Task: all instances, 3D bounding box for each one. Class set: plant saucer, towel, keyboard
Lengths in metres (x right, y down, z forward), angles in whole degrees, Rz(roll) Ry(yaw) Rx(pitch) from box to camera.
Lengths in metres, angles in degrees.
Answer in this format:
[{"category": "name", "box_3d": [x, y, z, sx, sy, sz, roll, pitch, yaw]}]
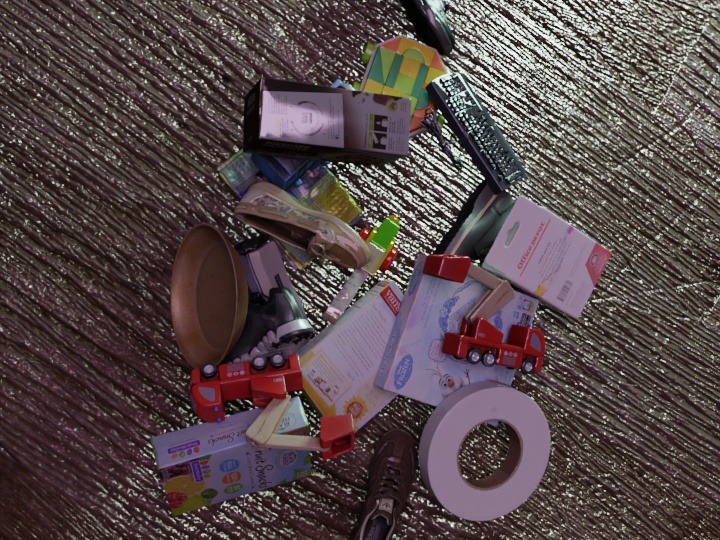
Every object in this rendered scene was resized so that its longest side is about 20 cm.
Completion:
[{"category": "plant saucer", "box_3d": [-0.202, 0.037, 1.183, 0.035, 0.200, 0.201, 1, 80, -37]}, {"category": "towel", "box_3d": [-0.103, -0.115, 1.300, 0.144, 0.023, 0.200, -38, 90, -13]}, {"category": "keyboard", "box_3d": [0.163, -0.205, 1.315, 0.127, 0.021, 0.200, -31, 86, -31]}]

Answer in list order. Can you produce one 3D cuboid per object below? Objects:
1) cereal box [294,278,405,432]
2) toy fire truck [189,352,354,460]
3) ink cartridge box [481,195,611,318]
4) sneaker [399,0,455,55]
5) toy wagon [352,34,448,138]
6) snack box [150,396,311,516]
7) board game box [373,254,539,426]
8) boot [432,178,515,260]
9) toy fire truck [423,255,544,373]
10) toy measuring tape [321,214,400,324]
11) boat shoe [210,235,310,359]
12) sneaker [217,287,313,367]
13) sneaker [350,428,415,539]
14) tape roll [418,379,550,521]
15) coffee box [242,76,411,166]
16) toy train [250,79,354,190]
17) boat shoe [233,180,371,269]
[{"category": "cereal box", "box_3d": [0.006, 0.128, 1.250, 0.200, 0.040, 0.144, -39, 109, -17]}, {"category": "toy fire truck", "box_3d": [-0.115, 0.178, 1.104, 0.199, 0.049, 0.141, -8, 50, -7]}, {"category": "ink cartridge box", "box_3d": [0.264, -0.024, 1.287, 0.200, 0.067, 0.117, 29, 89, -28]}, {"category": "sneaker", "box_3d": [0.119, -0.443, 1.368, 0.114, 0.076, 0.200, -27, 81, -7]}, {"category": "toy wagon", "box_3d": [0.060, -0.262, 1.346, 0.155, 0.040, 0.201, 20, 78, -7]}, {"category": "snack box", "box_3d": [-0.169, 0.252, 1.166, 0.199, 0.142, 0.053, -14, 53, -13]}, {"category": "board game box", "box_3d": [0.142, 0.103, 1.263, 0.199, 0.043, 0.201, 21, 86, -23]}, {"category": "boot", "box_3d": [0.198, -0.028, 1.320, 0.138, 0.077, 0.200, 37, 77, -8]}, {"category": "toy fire truck", "box_3d": [0.176, 0.061, 1.215, 0.199, 0.049, 0.142, 12, 89, -23]}, {"category": "toy measuring tape", "box_3d": [0.000, 0.000, 1.273, 0.073, 0.074, 0.200, 34, 69, -4]}, {"category": "boat shoe", "box_3d": [-0.144, 0.050, 1.250, 0.092, 0.075, 0.201, -11, 104, 27]}, {"category": "sneaker", "box_3d": [-0.140, 0.079, 1.183, 0.066, 0.200, 0.091, -7, 72, -42]}, {"category": "sneaker", "box_3d": [0.041, 0.325, 1.229, 0.070, 0.076, 0.201, 17, 79, -7]}, {"category": "tape roll", "box_3d": [0.180, 0.260, 1.253, 0.202, 0.037, 0.204, -3, 99, -20]}, {"category": "coffee box", "box_3d": [-0.047, -0.191, 1.138, 0.199, 0.113, 0.080, 4, 88, -19]}, {"category": "toy train", "box_3d": [-0.072, -0.194, 1.249, 0.200, 0.114, 0.087, -43, 91, -14]}, {"category": "boat shoe", "box_3d": [-0.081, -0.051, 1.212, 0.200, 0.073, 0.063, 28, 56, 7]}]
